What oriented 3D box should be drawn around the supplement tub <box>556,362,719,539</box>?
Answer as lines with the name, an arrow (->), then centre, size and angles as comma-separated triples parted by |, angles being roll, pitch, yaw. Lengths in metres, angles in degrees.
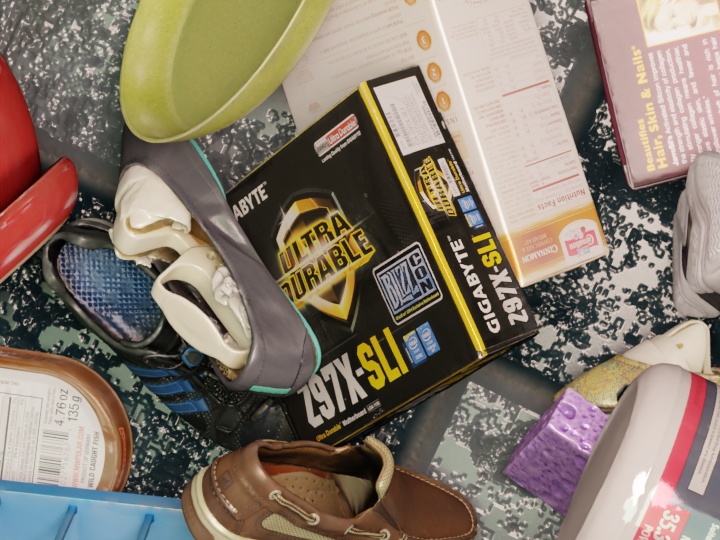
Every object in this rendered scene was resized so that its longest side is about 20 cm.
supplement tub -> 0.211, 0.148, 1.410 | 0.199, 0.140, 0.141 | 25, 96, 0

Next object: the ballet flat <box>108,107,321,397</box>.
ballet flat -> -0.097, -0.010, 1.522 | 0.073, 0.073, 0.200 | -37, 68, 7

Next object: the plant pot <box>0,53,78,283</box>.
plant pot -> -0.270, -0.057, 1.532 | 0.200, 0.200, 0.183 | -41, 98, 7

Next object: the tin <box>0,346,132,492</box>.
tin -> -0.236, 0.099, 1.615 | 0.199, 0.042, 0.113 | 8, 91, 5

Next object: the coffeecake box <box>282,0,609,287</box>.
coffeecake box -> 0.038, -0.083, 1.512 | 0.073, 0.153, 0.201 | -19, 93, -37

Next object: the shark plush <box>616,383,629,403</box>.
shark plush -> 0.229, 0.124, 1.516 | 0.199, 0.083, 0.091 | 15, 74, -19

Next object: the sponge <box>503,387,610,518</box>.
sponge -> 0.180, 0.148, 1.538 | 0.199, 0.112, 0.030 | 34, 67, 2

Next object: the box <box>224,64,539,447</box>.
box -> 0.000, 0.000, 1.497 | 0.049, 0.200, 0.160 | -21, 83, -36

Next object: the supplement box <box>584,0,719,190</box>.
supplement box -> 0.234, -0.124, 1.524 | 0.199, 0.086, 0.111 | -14, 93, 7

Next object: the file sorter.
file sorter -> -0.131, 0.218, 1.549 | 0.199, 0.123, 0.140 | 6, 116, 6

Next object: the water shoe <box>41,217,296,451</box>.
water shoe -> -0.107, 0.048, 1.575 | 0.200, 0.079, 0.072 | 36, 97, 2

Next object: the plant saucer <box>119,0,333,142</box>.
plant saucer -> -0.064, -0.155, 1.517 | 0.031, 0.200, 0.201 | 30, 98, -29

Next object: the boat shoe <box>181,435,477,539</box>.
boat shoe -> -0.001, 0.131, 1.518 | 0.075, 0.201, 0.075 | -47, 54, 33

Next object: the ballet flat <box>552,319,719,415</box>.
ballet flat -> 0.211, 0.061, 1.551 | 0.198, 0.071, 0.071 | 5, 95, 0

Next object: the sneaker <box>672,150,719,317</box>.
sneaker -> 0.233, -0.018, 1.480 | 0.113, 0.200, 0.076 | 1, 79, 1
